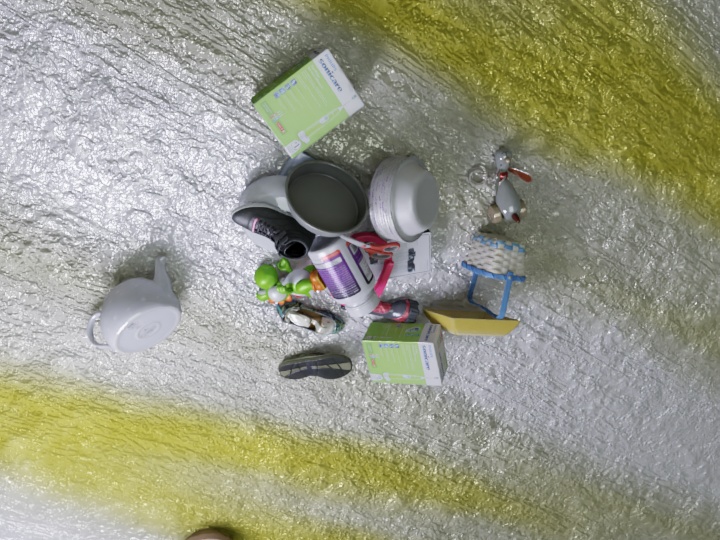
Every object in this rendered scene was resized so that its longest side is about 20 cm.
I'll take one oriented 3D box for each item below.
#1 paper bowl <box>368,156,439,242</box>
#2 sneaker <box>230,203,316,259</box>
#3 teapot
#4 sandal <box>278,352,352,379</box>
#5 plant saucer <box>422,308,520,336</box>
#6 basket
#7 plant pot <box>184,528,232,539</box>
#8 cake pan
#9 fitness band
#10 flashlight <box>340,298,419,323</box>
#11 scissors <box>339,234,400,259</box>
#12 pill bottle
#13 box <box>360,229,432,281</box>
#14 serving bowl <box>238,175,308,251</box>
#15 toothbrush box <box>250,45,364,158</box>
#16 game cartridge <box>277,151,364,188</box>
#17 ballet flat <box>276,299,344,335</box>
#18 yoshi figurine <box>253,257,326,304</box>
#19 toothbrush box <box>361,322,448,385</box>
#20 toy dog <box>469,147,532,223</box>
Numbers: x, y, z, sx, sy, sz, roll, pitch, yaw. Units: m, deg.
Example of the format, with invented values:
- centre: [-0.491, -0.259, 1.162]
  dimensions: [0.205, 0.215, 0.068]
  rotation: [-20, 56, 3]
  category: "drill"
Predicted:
- centre: [0.112, -0.166, 1.588]
  dimensions: [0.200, 0.104, 0.202]
  rotation: [-12, 105, -54]
  category: "paper bowl"
- centre: [-0.194, -0.086, 1.505]
  dimensions: [0.199, 0.099, 0.071]
  rotation: [15, 127, -11]
  category: "sneaker"
- centre: [-0.530, 0.089, 1.584]
  dimensions: [0.199, 0.146, 0.198]
  rotation: [-22, 152, -35]
  category: "teapot"
- centre: [-0.121, 0.248, 1.822]
  dimensions: [0.200, 0.057, 0.080]
  rotation: [-2, 123, 2]
  category: "sandal"
- centre: [0.288, 0.139, 1.788]
  dimensions: [0.199, 0.200, 0.049]
  rotation: [4, 92, -16]
  category: "plant saucer"
- centre: [0.344, 0.009, 1.755]
  dimensions: [0.138, 0.176, 0.201]
  rotation: [11, 101, -23]
  category: "basket"
- centre: [-0.457, 0.832, 1.997]
  dimensions: [0.200, 0.093, 0.202]
  rotation: [-6, 118, -11]
  category: "plant pot"
- centre: [-0.079, -0.159, 1.526]
  dimensions: [0.199, 0.201, 0.037]
  rotation: [11, 146, -20]
  category: "cake pan"
- centre: [0.000, 0.000, 1.671]
  dimensions: [0.143, 0.037, 0.201]
  rotation: [18, 113, -11]
  category: "fitness band"
- centre: [0.055, 0.092, 1.783]
  dimensions: [0.199, 0.068, 0.068]
  rotation: [14, 85, -20]
  category: "flashlight"
- centre: [0.010, -0.051, 1.557]
  dimensions: [0.199, 0.014, 0.073]
  rotation: [5, 151, -41]
  category: "scissors"
- centre: [-0.034, 0.007, 1.591]
  dimensions: [0.111, 0.111, 0.201]
  rotation: [-28, 113, 0]
  category: "pill bottle"
- centre: [0.079, -0.042, 1.724]
  dimensions: [0.199, 0.060, 0.117]
  rotation: [-10, 118, -9]
  category: "box"
- centre: [-0.189, -0.118, 1.584]
  dimensions: [0.199, 0.066, 0.201]
  rotation: [-1, 128, -2]
  category: "serving bowl"
- centre: [-0.117, -0.369, 1.483]
  dimensions: [0.200, 0.086, 0.146]
  rotation: [-36, 115, 4]
  category: "toothbrush box"
- centre: [-0.104, -0.189, 1.618]
  dimensions: [0.199, 0.042, 0.134]
  rotation: [27, 102, -25]
  category: "game cartridge"
- centre: [-0.126, 0.133, 1.753]
  dimensions: [0.199, 0.074, 0.075]
  rotation: [19, 110, -23]
  category: "ballet flat"
- centre: [-0.181, 0.017, 1.650]
  dimensions: [0.199, 0.113, 0.112]
  rotation: [-17, 167, 24]
  category: "yoshi figurine"
- centre: [0.119, 0.221, 1.799]
  dimensions: [0.199, 0.086, 0.146]
  rotation: [0, 123, 24]
  category: "toothbrush box"
- centre: [0.371, -0.197, 1.704]
  dimensions: [0.132, 0.096, 0.200]
  rotation: [-34, 119, 3]
  category: "toy dog"
